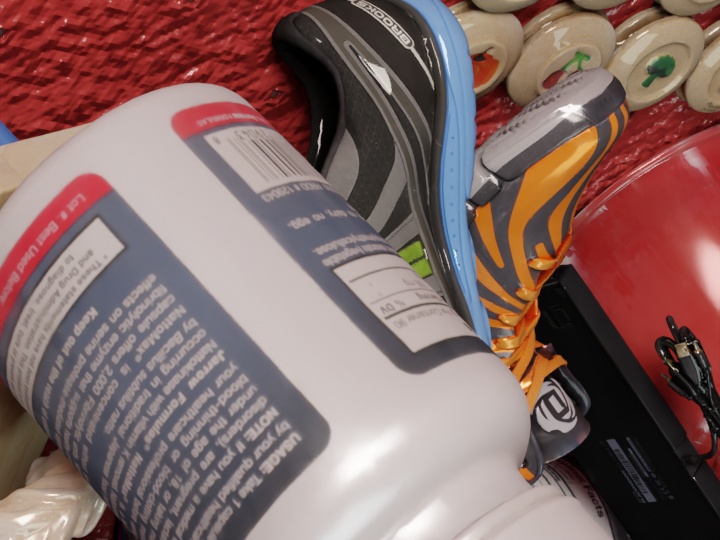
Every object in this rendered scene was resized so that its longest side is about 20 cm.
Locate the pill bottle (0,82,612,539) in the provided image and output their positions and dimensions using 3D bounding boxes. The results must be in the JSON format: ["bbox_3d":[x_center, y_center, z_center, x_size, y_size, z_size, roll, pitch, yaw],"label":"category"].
[{"bbox_3d":[-0.019,0.049,0.631,0.119,0.200,0.120,-37,158,-18],"label":"pill bottle"}]

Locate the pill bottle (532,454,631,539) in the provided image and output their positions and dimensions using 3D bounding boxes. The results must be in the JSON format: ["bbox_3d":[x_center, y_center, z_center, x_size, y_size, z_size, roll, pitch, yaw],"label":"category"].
[{"bbox_3d":[0.063,0.144,1.017,0.199,0.106,0.106,1,134,-41],"label":"pill bottle"}]

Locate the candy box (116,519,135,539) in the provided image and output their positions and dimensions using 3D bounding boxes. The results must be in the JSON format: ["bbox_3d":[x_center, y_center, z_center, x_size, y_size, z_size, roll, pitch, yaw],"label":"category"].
[{"bbox_3d":[-0.044,0.109,0.854,0.061,0.137,0.200,-18,145,-24],"label":"candy box"}]

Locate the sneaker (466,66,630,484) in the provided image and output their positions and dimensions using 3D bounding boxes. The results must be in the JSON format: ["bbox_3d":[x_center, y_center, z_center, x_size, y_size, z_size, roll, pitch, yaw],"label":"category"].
[{"bbox_3d":[0.064,0.013,0.817,0.200,0.112,0.078,-47,176,41],"label":"sneaker"}]

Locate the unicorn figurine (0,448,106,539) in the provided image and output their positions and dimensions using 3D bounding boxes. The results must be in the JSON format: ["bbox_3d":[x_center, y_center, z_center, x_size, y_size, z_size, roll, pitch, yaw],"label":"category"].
[{"bbox_3d":[-0.150,0.104,0.672,0.137,0.074,0.200,-50,161,27],"label":"unicorn figurine"}]

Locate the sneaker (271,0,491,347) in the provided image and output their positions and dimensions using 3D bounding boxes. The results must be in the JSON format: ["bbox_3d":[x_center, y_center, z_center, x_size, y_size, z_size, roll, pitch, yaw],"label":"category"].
[{"bbox_3d":[0.000,0.000,0.732,0.082,0.201,0.071,-3,176,-19],"label":"sneaker"}]

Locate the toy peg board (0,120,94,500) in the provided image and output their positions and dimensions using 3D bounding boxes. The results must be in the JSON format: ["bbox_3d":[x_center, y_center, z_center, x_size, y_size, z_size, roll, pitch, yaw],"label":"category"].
[{"bbox_3d":[-0.191,0.020,0.677,0.199,0.098,0.200,-21,150,-45],"label":"toy peg board"}]

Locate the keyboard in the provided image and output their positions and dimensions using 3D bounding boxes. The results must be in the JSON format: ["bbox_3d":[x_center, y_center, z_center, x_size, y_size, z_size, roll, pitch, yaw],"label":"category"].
[{"bbox_3d":[0.139,0.081,0.904,0.021,0.200,0.127,-41,-168,-28],"label":"keyboard"}]

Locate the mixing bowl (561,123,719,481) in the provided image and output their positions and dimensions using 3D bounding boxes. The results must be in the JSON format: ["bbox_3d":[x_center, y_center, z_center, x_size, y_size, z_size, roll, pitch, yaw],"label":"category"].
[{"bbox_3d":[0.179,0.034,0.971,0.199,0.109,0.201,-23,146,-16],"label":"mixing bowl"}]

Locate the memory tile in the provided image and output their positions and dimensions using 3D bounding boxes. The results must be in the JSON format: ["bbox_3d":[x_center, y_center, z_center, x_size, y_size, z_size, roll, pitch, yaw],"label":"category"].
[{"bbox_3d":[0.118,-0.120,0.802,0.199,0.017,0.154,-3,137,-37],"label":"memory tile"}]
